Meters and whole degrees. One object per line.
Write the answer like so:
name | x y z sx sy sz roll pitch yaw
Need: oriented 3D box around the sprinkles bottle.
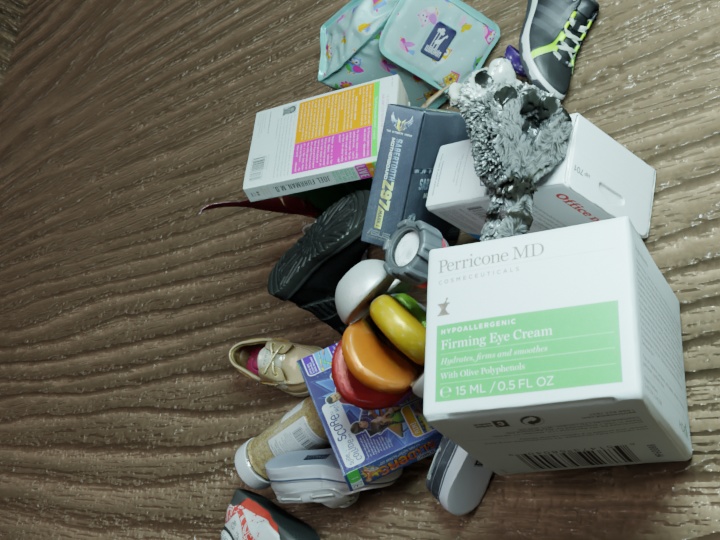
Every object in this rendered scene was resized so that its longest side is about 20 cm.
sprinkles bottle | -0.083 0.218 1.412 0.200 0.068 0.069 -39 44 32

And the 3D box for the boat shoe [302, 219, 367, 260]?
boat shoe | -0.038 -0.070 1.497 0.074 0.086 0.203 -19 56 45

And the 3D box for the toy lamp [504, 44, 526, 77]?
toy lamp | 0.145 -0.192 1.360 0.200 0.058 0.058 -51 39 17

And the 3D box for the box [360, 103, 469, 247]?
box | 0.077 -0.111 1.257 0.051 0.200 0.159 15 101 23

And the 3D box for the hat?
hat | -0.078 -0.083 1.430 0.176 0.200 0.166 -36 19 13

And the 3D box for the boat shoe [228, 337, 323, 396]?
boat shoe | -0.118 0.132 1.502 0.199 0.069 0.074 -4 68 51

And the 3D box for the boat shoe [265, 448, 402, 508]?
boat shoe | -0.028 0.261 1.328 0.199 0.073 0.066 -7 104 38

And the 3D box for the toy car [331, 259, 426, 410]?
toy car | 0.039 0.090 1.199 0.175 0.200 0.150 44 101 13

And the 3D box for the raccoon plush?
raccoon plush | 0.122 -0.116 1.074 0.201 0.096 0.134 -64 28 -1

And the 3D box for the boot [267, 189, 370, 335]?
boot | 0.000 -0.002 1.353 0.211 0.157 0.080 -39 33 36

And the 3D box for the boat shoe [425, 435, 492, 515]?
boat shoe | 0.129 0.166 1.177 0.068 0.071 0.201 33 105 52

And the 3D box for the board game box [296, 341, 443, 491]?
board game box | 0.013 0.157 1.290 0.135 0.035 0.200 -23 42 -4

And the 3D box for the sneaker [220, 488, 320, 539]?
sneaker | -0.124 0.366 1.387 0.201 0.067 0.109 15 84 57

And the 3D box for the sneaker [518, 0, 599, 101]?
sneaker | 0.243 -0.300 1.280 0.083 0.071 0.202 -18 57 44

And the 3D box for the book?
book | -0.043 -0.160 1.318 0.198 0.048 0.134 -9 49 19

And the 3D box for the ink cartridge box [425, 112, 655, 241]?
ink cartridge box | 0.195 -0.086 1.160 0.199 0.146 0.087 -9 62 48

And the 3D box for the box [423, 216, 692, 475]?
box | 0.186 0.079 0.997 0.198 0.200 0.173 -10 61 25

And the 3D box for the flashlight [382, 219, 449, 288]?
flashlight | 0.113 0.009 1.165 0.068 0.199 0.068 -55 37 13

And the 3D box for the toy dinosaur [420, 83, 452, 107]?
toy dinosaur | 0.054 -0.161 1.370 0.200 0.060 0.107 116 176 -71

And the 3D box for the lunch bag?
lunch bag | 0.065 -0.300 1.421 0.200 0.170 0.123 -29 48 43
